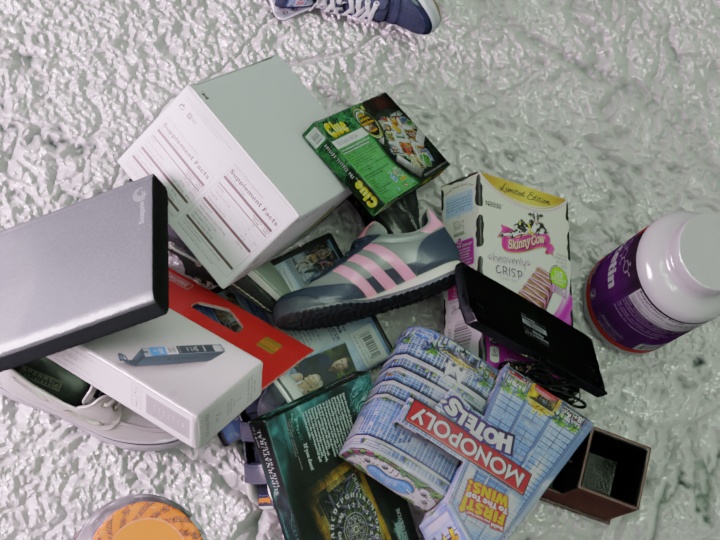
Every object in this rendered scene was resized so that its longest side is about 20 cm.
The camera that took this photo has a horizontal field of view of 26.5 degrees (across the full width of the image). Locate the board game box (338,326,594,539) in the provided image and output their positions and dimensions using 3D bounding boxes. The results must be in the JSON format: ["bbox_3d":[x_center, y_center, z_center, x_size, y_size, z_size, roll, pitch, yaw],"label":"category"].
[{"bbox_3d":[0.091,0.173,1.390,0.199,0.062,0.201,33,52,-6],"label":"board game box"}]

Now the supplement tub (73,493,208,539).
[{"bbox_3d":[-0.195,0.261,1.317,0.121,0.200,0.124,5,72,-15],"label":"supplement tub"}]

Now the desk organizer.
[{"bbox_3d":[0.181,0.181,1.516,0.198,0.077,0.072,21,69,-9],"label":"desk organizer"}]

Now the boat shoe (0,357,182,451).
[{"bbox_3d":[-0.245,0.111,1.420,0.198,0.066,0.073,24,68,-8],"label":"boat shoe"}]

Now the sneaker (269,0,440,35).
[{"bbox_3d":[-0.019,-0.288,1.603,0.199,0.070,0.109,37,63,5],"label":"sneaker"}]

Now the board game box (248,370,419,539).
[{"bbox_3d":[-0.018,0.209,1.406,0.134,0.028,0.202,-22,99,-39],"label":"board game box"}]

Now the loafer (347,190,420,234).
[{"bbox_3d":[0.032,-0.069,1.553,0.070,0.068,0.202,-32,81,-15],"label":"loafer"}]

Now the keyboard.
[{"bbox_3d":[0.158,0.074,1.476,0.199,0.040,0.105,29,37,-33],"label":"keyboard"}]

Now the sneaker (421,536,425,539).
[{"bbox_3d":[0.126,0.330,1.435,0.075,0.115,0.202,-25,82,-21],"label":"sneaker"}]

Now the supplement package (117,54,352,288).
[{"bbox_3d":[-0.102,-0.099,1.446,0.156,0.111,0.200,49,27,2],"label":"supplement package"}]

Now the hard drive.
[{"bbox_3d":[-0.261,0.006,1.350,0.198,0.033,0.141,-19,52,16],"label":"hard drive"}]

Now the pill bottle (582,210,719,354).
[{"bbox_3d":[0.309,0.009,1.538,0.111,0.200,0.114,5,72,-15],"label":"pill bottle"}]

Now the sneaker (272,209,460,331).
[{"bbox_3d":[0.000,0.000,1.470,0.198,0.070,0.083,-15,73,-20],"label":"sneaker"}]

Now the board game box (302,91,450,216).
[{"bbox_3d":[0.019,-0.119,1.509,0.105,0.023,0.200,51,26,3],"label":"board game box"}]

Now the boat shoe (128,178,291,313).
[{"bbox_3d":[-0.152,-0.020,1.485,0.200,0.076,0.060,43,100,10],"label":"boat shoe"}]

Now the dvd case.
[{"bbox_3d":[-0.081,0.066,1.508,0.198,0.018,0.144,-26,82,-21],"label":"dvd case"}]

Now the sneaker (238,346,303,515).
[{"bbox_3d":[-0.075,0.173,1.433,0.079,0.078,0.202,-31,95,-24],"label":"sneaker"}]

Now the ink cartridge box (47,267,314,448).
[{"bbox_3d":[-0.168,0.058,1.394,0.199,0.045,0.176,27,42,24],"label":"ink cartridge box"}]

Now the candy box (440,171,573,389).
[{"bbox_3d":[0.150,0.015,1.541,0.135,0.061,0.203,13,68,-39],"label":"candy box"}]
